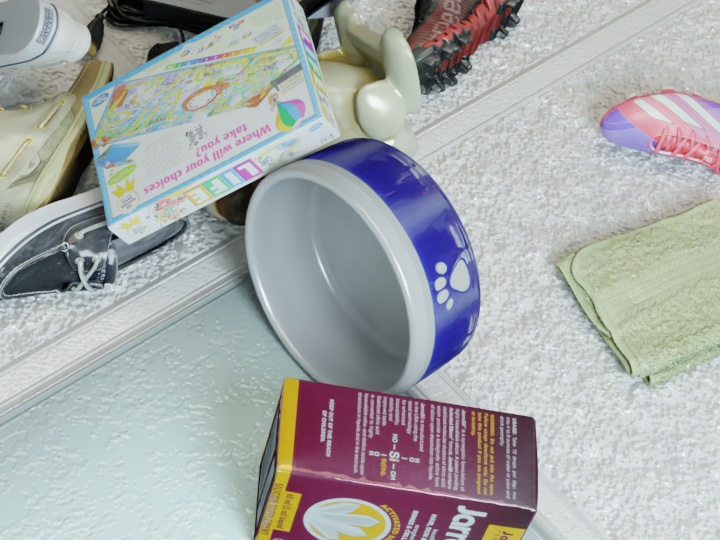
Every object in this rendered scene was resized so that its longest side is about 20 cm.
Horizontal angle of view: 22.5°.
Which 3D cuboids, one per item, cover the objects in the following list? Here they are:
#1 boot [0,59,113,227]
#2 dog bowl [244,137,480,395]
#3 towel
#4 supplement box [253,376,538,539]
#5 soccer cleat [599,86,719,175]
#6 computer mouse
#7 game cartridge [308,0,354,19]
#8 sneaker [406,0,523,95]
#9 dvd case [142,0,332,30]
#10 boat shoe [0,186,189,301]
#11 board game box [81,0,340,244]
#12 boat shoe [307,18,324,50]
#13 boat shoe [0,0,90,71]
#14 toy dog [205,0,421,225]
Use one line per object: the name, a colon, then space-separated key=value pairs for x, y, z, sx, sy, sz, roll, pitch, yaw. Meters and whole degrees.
boot: x=-0.304 y=-0.125 z=1.545 sx=0.153 sy=0.072 sz=0.201 roll=17 pitch=50 yaw=3
dog bowl: x=0.000 y=0.000 z=1.438 sx=0.078 sy=0.201 sz=0.200 roll=-28 pitch=63 yaw=-35
towel: x=0.285 y=0.015 z=1.608 sx=0.198 sy=0.037 sz=0.149 roll=-19 pitch=60 yaw=-26
supplement box: x=0.026 y=0.160 z=1.374 sx=0.198 sy=0.111 sz=0.086 roll=10 pitch=50 yaw=-7
soccer cleat: x=0.326 y=-0.124 z=1.719 sx=0.198 sy=0.067 sz=0.077 roll=3 pitch=55 yaw=-16
computer mouse: x=-0.186 y=-0.185 z=1.638 sx=0.139 sy=0.046 sz=0.202 roll=11 pitch=50 yaw=-8
game cartridge: x=-0.092 y=-0.275 z=1.669 sx=0.198 sy=0.041 sz=0.134 roll=6 pitch=39 yaw=19
sneaker: x=0.079 y=-0.240 z=1.740 sx=0.097 sy=0.071 sz=0.200 roll=34 pitch=49 yaw=13
dvd case: x=-0.075 y=-0.259 z=1.594 sx=0.142 sy=0.018 sz=0.200 roll=16 pitch=40 yaw=33
boat shoe: x=-0.226 y=-0.015 z=1.479 sx=0.199 sy=0.072 sz=0.068 roll=-27 pitch=61 yaw=-39
board game box: x=-0.124 y=-0.124 z=1.455 sx=0.198 sy=0.034 sz=0.136 roll=-25 pitch=57 yaw=15
boat shoe: x=-0.071 y=-0.225 z=1.685 sx=0.067 sy=0.072 sz=0.201 roll=10 pitch=44 yaw=1
boat shoe: x=-0.301 y=-0.200 z=1.566 sx=0.069 sy=0.199 sz=0.072 roll=19 pitch=79 yaw=-40
toy dog: x=-0.059 y=-0.118 z=1.560 sx=0.198 sy=0.195 sz=0.140 roll=-25 pitch=40 yaw=-15
